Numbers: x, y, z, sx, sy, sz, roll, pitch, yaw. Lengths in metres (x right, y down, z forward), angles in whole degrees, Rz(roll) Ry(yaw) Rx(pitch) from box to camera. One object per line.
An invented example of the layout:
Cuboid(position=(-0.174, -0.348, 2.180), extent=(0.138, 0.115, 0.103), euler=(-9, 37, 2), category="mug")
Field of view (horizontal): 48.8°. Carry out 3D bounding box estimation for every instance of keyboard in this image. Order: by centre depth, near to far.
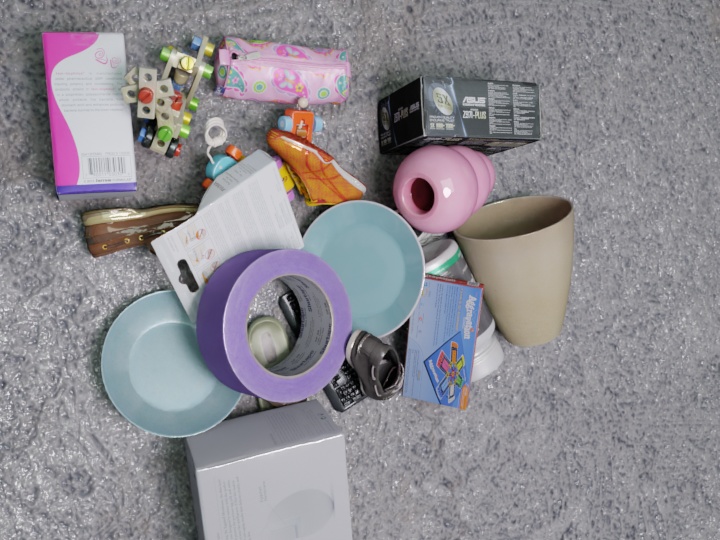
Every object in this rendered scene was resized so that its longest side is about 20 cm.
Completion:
Cuboid(position=(-0.034, 0.106, 1.191), extent=(0.103, 0.040, 0.202), euler=(-31, 101, -18), category="keyboard")

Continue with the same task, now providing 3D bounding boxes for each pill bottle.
Cuboid(position=(0.137, 0.064, 1.217), extent=(0.112, 0.113, 0.202), euler=(-32, 105, -19), category="pill bottle")

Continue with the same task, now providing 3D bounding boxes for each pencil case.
Cuboid(position=(-0.114, -0.287, 1.144), extent=(0.197, 0.087, 0.089), euler=(1, 89, -22), category="pencil case")

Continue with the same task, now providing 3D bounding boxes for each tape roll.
Cuboid(position=(-0.114, 0.072, 1.067), extent=(0.198, 0.085, 0.203), euler=(-1, 91, -35), category="tape roll")

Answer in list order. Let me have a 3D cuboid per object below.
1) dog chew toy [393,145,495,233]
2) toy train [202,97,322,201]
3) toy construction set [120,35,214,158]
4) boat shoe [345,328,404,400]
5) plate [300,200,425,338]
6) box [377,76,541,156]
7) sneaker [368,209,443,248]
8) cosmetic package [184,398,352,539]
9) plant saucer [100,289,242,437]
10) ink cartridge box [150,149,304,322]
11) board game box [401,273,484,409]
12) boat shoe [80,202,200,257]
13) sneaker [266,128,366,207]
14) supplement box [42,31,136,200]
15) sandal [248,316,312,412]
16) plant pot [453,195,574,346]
Cuboid(position=(0.134, -0.128, 1.165), extent=(0.199, 0.123, 0.126), euler=(-26, 100, -52), category="dog chew toy")
Cuboid(position=(-0.147, -0.169, 1.123), extent=(0.198, 0.055, 0.152), euler=(-14, 117, -40), category="toy train")
Cuboid(position=(-0.250, -0.231, 1.046), extent=(0.091, 0.201, 0.132), euler=(27, 116, -7), category="toy construction set")
Cuboid(position=(0.033, 0.148, 1.145), extent=(0.067, 0.056, 0.200), euler=(-60, 152, -17), category="boat shoe")
Cuboid(position=(0.000, 0.000, 1.150), extent=(0.197, 0.026, 0.203), euler=(1, 92, 18), category="plate")
Cuboid(position=(0.146, -0.229, 1.202), extent=(0.197, 0.163, 0.088), euler=(-2, 90, -21), category="box")
Cuboid(position=(0.087, -0.068, 1.217), extent=(0.198, 0.087, 0.076), euler=(-27, 97, -21), category="sneaker")
Cuboid(position=(-0.126, 0.308, 1.081), extent=(0.197, 0.123, 0.202), euler=(-10, 108, -20), category="cosmetic package")
Cuboid(position=(-0.253, 0.129, 1.088), extent=(0.198, 0.039, 0.204), euler=(7, 69, -19), category="plant saucer")
Cuboid(position=(-0.182, -0.045, 1.084), extent=(0.199, 0.047, 0.161), euler=(-36, 138, -19), category="ink cartridge box")
Cuboid(position=(0.119, 0.105, 1.165), extent=(0.102, 0.019, 0.203), euler=(11, 115, 15), category="board game box")
Cuboid(position=(-0.276, -0.056, 1.086), extent=(0.197, 0.072, 0.069), euler=(-6, 97, -16), category="boat shoe")
Cuboid(position=(-0.066, -0.133, 1.130), extent=(0.078, 0.073, 0.199), euler=(-53, 134, 2), category="sneaker")
Cuboid(position=(-0.354, -0.198, 1.038), extent=(0.100, 0.103, 0.203), euler=(-5, 92, -20), category="supplement box")
Cuboid(position=(-0.115, 0.166, 1.147), extent=(0.079, 0.057, 0.203), euler=(-23, 97, -20), category="sandal")
Cuboid(position=(0.257, 0.009, 1.247), extent=(0.185, 0.187, 0.203), euler=(-23, 111, -20), category="plant pot")
